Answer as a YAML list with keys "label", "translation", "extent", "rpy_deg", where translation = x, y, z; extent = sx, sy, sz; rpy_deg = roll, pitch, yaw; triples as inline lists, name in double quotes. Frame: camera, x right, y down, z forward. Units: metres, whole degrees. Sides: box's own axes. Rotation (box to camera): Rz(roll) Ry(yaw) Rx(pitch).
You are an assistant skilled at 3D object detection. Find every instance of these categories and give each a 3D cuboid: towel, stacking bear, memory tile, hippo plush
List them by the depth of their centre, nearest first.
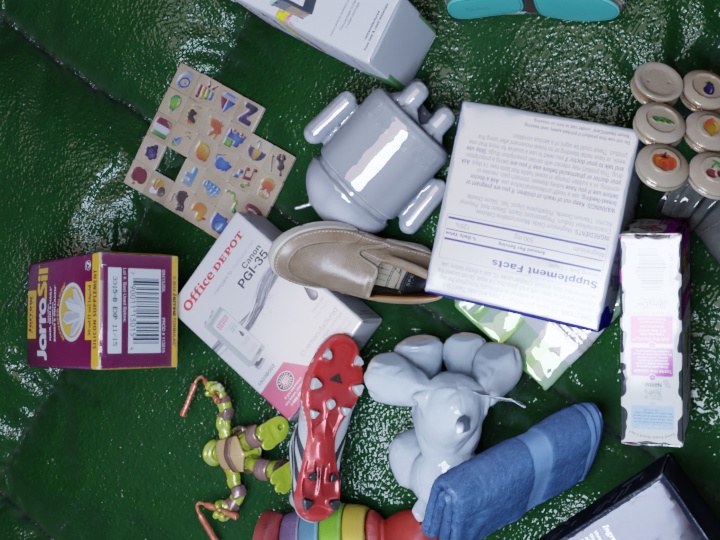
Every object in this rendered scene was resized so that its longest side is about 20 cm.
- label: "memory tile"
  translation: [0.357, -0.128, 1.021]
  extent: [0.198, 0.017, 0.155]
  rpy_deg: [9, 57, -1]
- label: "towel"
  translation: [0.157, 0.208, 1.071]
  extent: [0.198, 0.112, 0.049]
  rpy_deg: [-22, 50, -25]
- label: "hippo plush"
  translation: [0.105, 0.170, 1.136]
  extent: [0.199, 0.158, 0.163]
  rpy_deg: [27, 128, 51]
- label: "towel"
  translation: [0.213, 0.008, 1.155]
  extent: [0.149, 0.031, 0.200]
  rpy_deg: [43, 101, 18]
- label: "stacking bear"
  translation: [-0.007, 0.308, 1.173]
  extent: [0.198, 0.122, 0.114]
  rpy_deg: [-8, 39, 9]

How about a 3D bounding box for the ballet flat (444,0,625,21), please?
- label: "ballet flat"
  translation: [0.190, -0.314, 1.168]
  extent: [0.198, 0.074, 0.075]
  rpy_deg: [6, 88, 16]

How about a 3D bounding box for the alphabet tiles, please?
- label: "alphabet tiles"
  translation: [-0.180, -0.138, 1.316]
  extent: [0.199, 0.008, 0.168]
  rpy_deg: [30, 96, 18]

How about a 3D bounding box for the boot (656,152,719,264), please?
- label: "boot"
  translation: [0.405, -0.098, 1.079]
  extent: [0.200, 0.068, 0.131]
  rpy_deg: [-43, 68, 10]

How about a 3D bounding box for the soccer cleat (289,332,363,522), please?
- label: "soccer cleat"
  translation: [-0.044, 0.167, 1.153]
  extent: [0.068, 0.085, 0.202]
  rpy_deg: [9, 83, -21]

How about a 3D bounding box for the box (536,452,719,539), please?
- label: "box"
  translation: [0.247, 0.286, 1.036]
  extent: [0.199, 0.196, 0.118]
  rpy_deg: [-38, 76, 13]

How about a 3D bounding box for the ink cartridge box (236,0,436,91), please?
- label: "ink cartridge box"
  translation: [-0.032, -0.290, 1.200]
  extent: [0.199, 0.145, 0.085]
  rpy_deg: [30, 96, 19]

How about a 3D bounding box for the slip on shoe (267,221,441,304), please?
- label: "slip on shoe"
  translation: [0.000, 0.000, 1.155]
  extent: [0.077, 0.198, 0.061]
  rpy_deg: [-66, 27, 27]

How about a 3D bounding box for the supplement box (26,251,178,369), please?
- label: "supplement box"
  translation: [-0.304, 0.049, 1.253]
  extent: [0.199, 0.102, 0.133]
  rpy_deg: [-6, 84, 50]

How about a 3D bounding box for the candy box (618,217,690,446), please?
- label: "candy box"
  translation: [0.290, 0.055, 1.050]
  extent: [0.060, 0.136, 0.202]
  rpy_deg: [0, 98, 20]

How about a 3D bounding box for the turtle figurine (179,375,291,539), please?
- label: "turtle figurine"
  translation: [-0.135, 0.219, 1.234]
  extent: [0.160, 0.064, 0.202]
  rpy_deg: [-8, 85, 48]

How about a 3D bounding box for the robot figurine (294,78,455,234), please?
- label: "robot figurine"
  translation: [0.017, -0.120, 1.188]
  extent: [0.169, 0.113, 0.200]
  rpy_deg: [42, 101, -4]

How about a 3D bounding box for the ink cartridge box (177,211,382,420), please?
- label: "ink cartridge box"
  translation: [-0.099, 0.051, 1.232]
  extent: [0.200, 0.083, 0.147]
  rpy_deg: [40, 100, 15]

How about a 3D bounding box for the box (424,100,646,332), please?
- label: "box"
  translation: [0.182, -0.055, 1.101]
  extent: [0.182, 0.105, 0.202]
  rpy_deg: [13, 93, 19]
